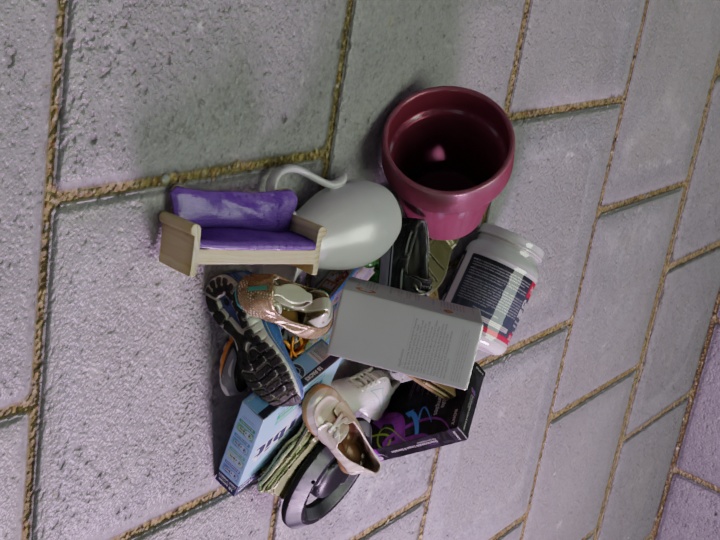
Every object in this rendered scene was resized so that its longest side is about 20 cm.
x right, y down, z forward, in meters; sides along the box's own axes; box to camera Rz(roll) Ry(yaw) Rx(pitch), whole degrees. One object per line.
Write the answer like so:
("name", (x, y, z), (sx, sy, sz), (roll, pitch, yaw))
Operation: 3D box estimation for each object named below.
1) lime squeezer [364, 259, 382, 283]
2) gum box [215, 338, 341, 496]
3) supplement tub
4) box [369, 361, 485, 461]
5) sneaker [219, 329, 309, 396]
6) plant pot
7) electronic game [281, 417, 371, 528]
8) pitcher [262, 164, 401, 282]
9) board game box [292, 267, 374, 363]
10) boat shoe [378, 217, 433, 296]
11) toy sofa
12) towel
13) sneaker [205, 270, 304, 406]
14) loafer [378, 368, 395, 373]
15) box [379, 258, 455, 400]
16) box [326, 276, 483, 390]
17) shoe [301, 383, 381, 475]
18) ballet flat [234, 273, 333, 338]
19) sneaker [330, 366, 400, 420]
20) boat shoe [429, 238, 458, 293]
("lime squeezer", (0.000, 0.000, 1.764), (0.070, 0.038, 0.202), (-3, 98, -9))
("gum box", (-0.118, 0.211, 1.694), (0.170, 0.044, 0.201), (-37, 159, -40))
("supplement tub", (0.226, 0.034, 2.078), (0.140, 0.140, 0.201), (33, 82, -58))
("box", (0.101, 0.231, 1.928), (0.036, 0.199, 0.143), (51, 39, -27))
("sneaker", (-0.120, 0.101, 1.658), (0.200, 0.077, 0.079), (-48, 145, -26))
("plant pot", (0.129, -0.147, 1.794), (0.200, 0.199, 0.179), (-51, 161, -24))
("electronic game", (-0.050, 0.310, 1.816), (0.200, 0.042, 0.201), (-43, 154, -28))
("pitcher", (-0.043, -0.078, 1.639), (0.199, 0.121, 0.173), (-21, 117, -35))
("board game box", (-0.039, 0.074, 1.804), (0.200, 0.034, 0.135), (-50, 144, -27))
("boat shoe", (0.070, 0.018, 1.747), (0.072, 0.071, 0.202), (1, 84, -52))
("toy sofa", (-0.144, -0.049, 1.472), (0.199, 0.083, 0.098), (0, 105, -38))
("towel", (-0.089, 0.278, 1.783), (0.149, 0.036, 0.200), (-50, 164, -4))
("sneaker", (-0.123, 0.086, 1.578), (0.089, 0.078, 0.201), (-31, 97, -54))
("loafer", (0.060, 0.133, 1.932), (0.076, 0.068, 0.200), (-63, 162, -5))
("box", (0.089, 0.088, 1.865), (0.163, 0.021, 0.201), (35, 40, -49))
("box", (0.063, 0.085, 1.662), (0.124, 0.199, 0.098), (-61, 166, -82))
("shoe", (-0.023, 0.231, 1.696), (0.070, 0.053, 0.200), (-53, 139, -22))
("ballet flat", (-0.079, 0.047, 1.549), (0.200, 0.065, 0.071), (16, 68, -54))
("sneaker", (-0.003, 0.186, 1.884), (0.080, 0.070, 0.200), (-52, 156, 10))
("boat shoe", (0.099, -0.026, 1.880), (0.075, 0.068, 0.200), (57, 46, -27))
